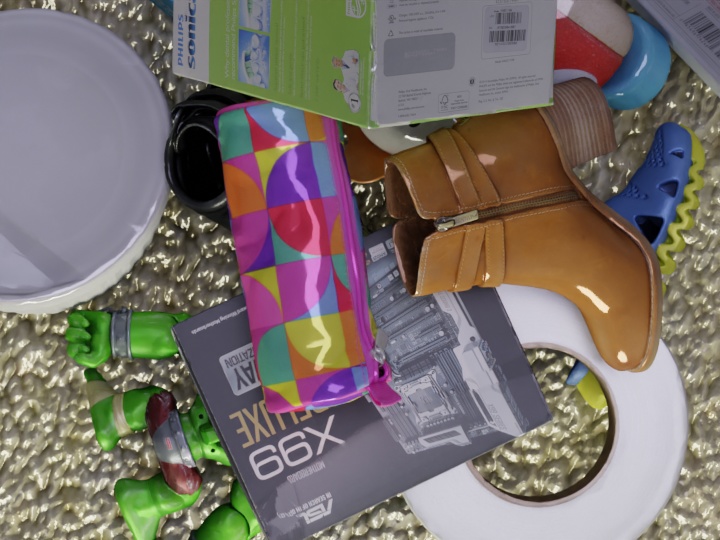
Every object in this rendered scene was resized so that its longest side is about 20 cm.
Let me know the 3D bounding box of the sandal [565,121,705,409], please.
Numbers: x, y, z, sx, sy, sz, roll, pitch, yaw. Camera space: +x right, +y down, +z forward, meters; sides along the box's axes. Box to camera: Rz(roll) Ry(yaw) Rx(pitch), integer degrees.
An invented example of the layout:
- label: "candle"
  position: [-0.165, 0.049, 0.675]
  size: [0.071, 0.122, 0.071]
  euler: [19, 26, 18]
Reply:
- label: "sandal"
  position: [0.171, -0.012, 1.718]
  size: [0.087, 0.079, 0.201]
  euler: [24, 83, 1]

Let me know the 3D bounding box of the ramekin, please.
- label: "ramekin"
  position: [-0.217, -0.063, 1.667]
  size: [0.201, 0.094, 0.204]
  euler: [0, 75, 1]

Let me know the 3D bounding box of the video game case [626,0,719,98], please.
- label: "video game case"
  position: [0.272, -0.211, 1.703]
  size: [0.181, 0.024, 0.200]
  euler: [-30, 45, -6]

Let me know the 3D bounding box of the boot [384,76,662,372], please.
- label: "boot"
  position: [0.098, -0.009, 1.576]
  size: [0.154, 0.074, 0.201]
  euler: [-23, 101, -25]

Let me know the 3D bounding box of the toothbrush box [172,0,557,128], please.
- label: "toothbrush box"
  position: [0.000, -0.148, 1.521]
  size: [0.145, 0.200, 0.087]
  euler: [-9, 107, -37]

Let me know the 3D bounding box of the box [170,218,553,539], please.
- label: "box"
  position: [0.000, 0.066, 1.610]
  size: [0.199, 0.050, 0.158]
  euler: [-24, 88, -6]

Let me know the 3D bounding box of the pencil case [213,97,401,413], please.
- label: "pencil case"
  position: [-0.032, -0.010, 1.546]
  size: [0.088, 0.088, 0.201]
  euler: [-13, 88, -5]

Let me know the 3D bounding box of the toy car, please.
- label: "toy car"
  position: [0.065, -0.129, 1.660]
  size: [0.200, 0.184, 0.177]
  euler: [-54, 51, 9]

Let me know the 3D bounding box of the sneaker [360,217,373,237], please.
- label: "sneaker"
  position: [0.000, 0.000, 1.711]
  size: [0.085, 0.078, 0.201]
  euler: [-25, 97, -12]

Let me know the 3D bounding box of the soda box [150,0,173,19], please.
- label: "soda box"
  position: [-0.122, -0.213, 1.716]
  size: [0.200, 0.064, 0.068]
  euler: [38, 84, -1]

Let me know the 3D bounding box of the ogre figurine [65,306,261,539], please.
- label: "ogre figurine"
  position: [-0.110, 0.111, 1.677]
  size: [0.119, 0.098, 0.201]
  euler: [-18, 75, 6]

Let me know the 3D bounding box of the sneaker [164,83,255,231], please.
- label: "sneaker"
  position: [-0.076, -0.122, 1.626]
  size: [0.070, 0.099, 0.201]
  euler: [4, 89, 23]

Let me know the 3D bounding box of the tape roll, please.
- label: "tape roll"
  position: [0.114, 0.100, 1.664]
  size: [0.201, 0.037, 0.204]
  euler: [0, 92, -2]
